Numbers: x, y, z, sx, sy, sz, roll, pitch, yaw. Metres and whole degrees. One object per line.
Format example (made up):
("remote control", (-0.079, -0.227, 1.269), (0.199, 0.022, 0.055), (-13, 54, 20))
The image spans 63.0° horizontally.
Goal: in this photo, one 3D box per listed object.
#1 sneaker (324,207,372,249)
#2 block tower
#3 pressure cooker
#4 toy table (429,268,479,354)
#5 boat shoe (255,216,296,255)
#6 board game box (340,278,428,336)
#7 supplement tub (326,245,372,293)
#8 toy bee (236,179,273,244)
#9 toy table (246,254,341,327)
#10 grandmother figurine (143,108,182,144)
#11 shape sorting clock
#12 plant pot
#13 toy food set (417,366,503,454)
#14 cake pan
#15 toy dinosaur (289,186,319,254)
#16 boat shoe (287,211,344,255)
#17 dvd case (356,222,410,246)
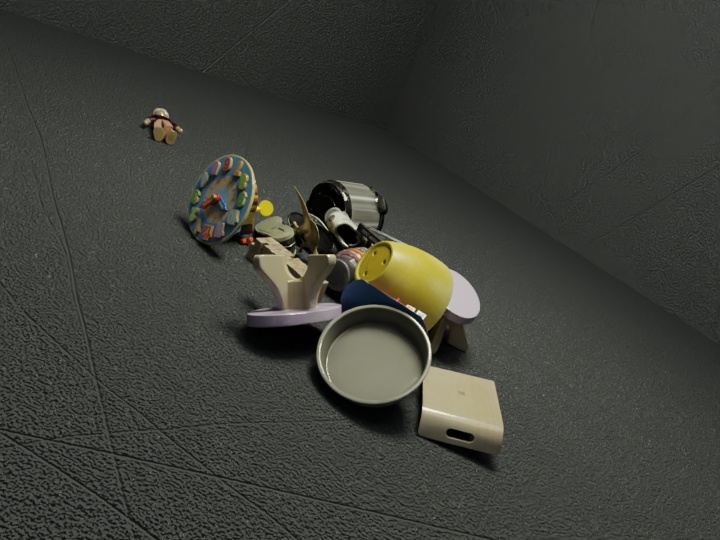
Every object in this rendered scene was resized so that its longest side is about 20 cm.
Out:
("sneaker", (-0.008, -0.068, 1.468), (0.199, 0.074, 0.089), (35, 15, -30))
("block tower", (-0.161, -0.003, 1.265), (0.199, 0.055, 0.057), (36, 24, 27))
("pressure cooker", (-0.029, -0.153, 1.599), (0.175, 0.181, 0.198), (36, 24, 35))
("toy table", (0.188, 0.093, 1.325), (0.182, 0.118, 0.200), (33, 25, 6))
("boat shoe", (-0.203, -0.080, 1.407), (0.071, 0.069, 0.200), (-26, 28, -15))
("board game box", (0.051, 0.095, 1.123), (0.198, 0.160, 0.039), (32, 47, 18))
("supplement tub", (0.000, 0.000, 1.366), (0.106, 0.108, 0.199), (34, 22, 24))
("toy bee", (-0.262, -0.124, 1.349), (0.200, 0.129, 0.111), (98, -27, -74))
("toy table", (-0.116, 0.031, 1.061), (0.181, 0.120, 0.199), (0, 2, 31))
("grandmother figurine", (-0.613, -0.454, 1.828), (0.120, 0.061, 0.201), (21, 22, -36))
("shape sorting clock", (-0.303, -0.154, 1.261), (0.199, 0.202, 0.039), (39, 13, 35))
("plant pot", (0.068, 0.025, 1.195), (0.142, 0.200, 0.201), (41, 10, -32))
("toy food set", (0.174, 0.247, 1.063), (0.141, 0.062, 0.200), (13, 19, 2))
("cake pan", (0.023, 0.148, 1.008), (0.196, 0.037, 0.203), (-1, 48, 1))
("toy dinosaur", (-0.125, -0.098, 1.393), (0.057, 0.204, 0.101), (-16, 6, -29))
("boat shoe", (-0.124, -0.093, 1.487), (0.199, 0.075, 0.066), (46, 6, 24))
("dvd case", (0.099, -0.047, 1.410), (0.198, 0.025, 0.150), (23, 12, -31))
